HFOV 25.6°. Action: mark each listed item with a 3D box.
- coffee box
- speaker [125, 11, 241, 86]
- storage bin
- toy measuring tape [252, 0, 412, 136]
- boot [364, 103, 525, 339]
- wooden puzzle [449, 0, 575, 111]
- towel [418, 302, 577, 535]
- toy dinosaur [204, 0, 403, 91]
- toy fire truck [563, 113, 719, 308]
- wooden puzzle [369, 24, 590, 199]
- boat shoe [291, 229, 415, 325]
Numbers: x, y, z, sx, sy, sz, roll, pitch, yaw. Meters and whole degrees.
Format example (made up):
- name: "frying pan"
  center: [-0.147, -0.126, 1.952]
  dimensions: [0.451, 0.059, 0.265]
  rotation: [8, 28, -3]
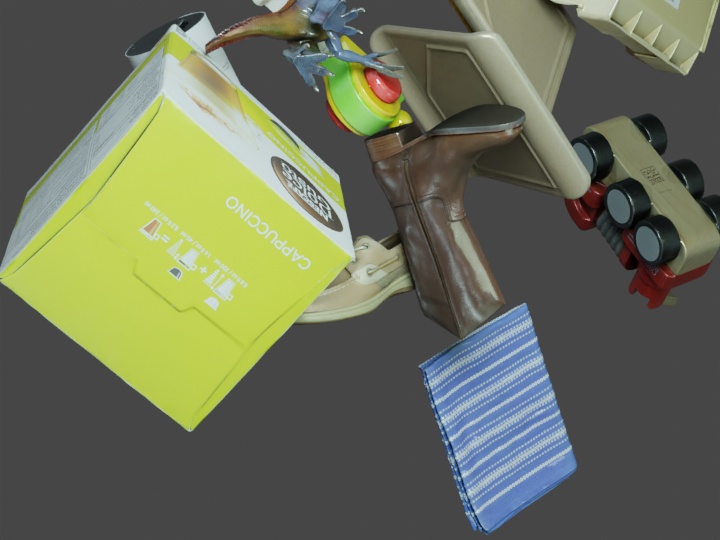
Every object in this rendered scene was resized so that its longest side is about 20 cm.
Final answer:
- name: "coffee box"
  center: [-0.144, -0.037, 1.277]
  dimensions: [0.199, 0.198, 0.200]
  rotation: [40, 104, -18]
- name: "speaker"
  center: [-0.128, -0.123, 1.394]
  dimensions: [0.081, 0.081, 0.201]
  rotation: [-35, 114, -21]
- name: "storage bin"
  center: [0.280, -0.318, 1.556]
  dimensions: [0.199, 0.093, 0.201]
  rotation: [18, 89, -54]
- name: "toy measuring tape"
  center: [-0.023, -0.181, 1.450]
  dimensions: [0.200, 0.073, 0.074]
  rotation: [39, 78, -29]
- name: "boot"
  center: [0.101, -0.040, 1.422]
  dimensions: [0.064, 0.185, 0.202]
  rotation: [-29, 105, -39]
- name: "wooden puzzle"
  center: [0.136, -0.249, 1.491]
  dimensions: [0.186, 0.037, 0.201]
  rotation: [53, 33, -26]
- name: "towel"
  center: [0.146, 0.155, 1.631]
  dimensions: [0.144, 0.024, 0.202]
  rotation: [-29, 111, -25]
- name: "toy dinosaur"
  center: [-0.034, -0.239, 1.382]
  dimensions: [0.198, 0.182, 0.106]
  rotation: [14, 116, -17]
- name: "toy fire truck"
  center: [0.285, -0.039, 1.629]
  dimensions: [0.128, 0.177, 0.201]
  rotation: [-19, 149, -26]
- name: "wooden puzzle"
  center: [0.111, -0.152, 1.459]
  dimensions: [0.037, 0.199, 0.186]
  rotation: [-45, 117, -17]
- name: "boat shoe"
  center: [0.000, 0.000, 1.499]
  dimensions: [0.199, 0.071, 0.065]
  rotation: [-22, 104, -36]
